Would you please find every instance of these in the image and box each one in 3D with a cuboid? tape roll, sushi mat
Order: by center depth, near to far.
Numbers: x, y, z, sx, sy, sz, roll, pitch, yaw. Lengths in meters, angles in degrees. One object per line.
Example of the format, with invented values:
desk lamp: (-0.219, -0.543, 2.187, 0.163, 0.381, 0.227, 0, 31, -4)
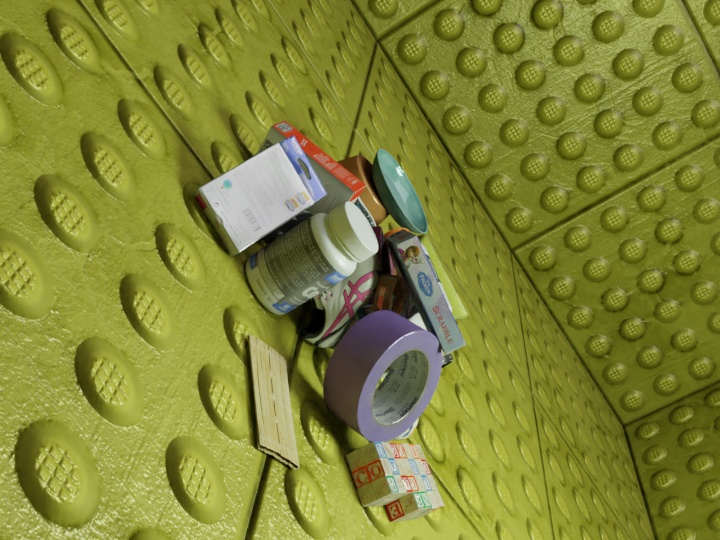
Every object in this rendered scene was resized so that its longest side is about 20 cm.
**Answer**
sushi mat: (-0.129, 0.189, 1.359, 0.096, 0.012, 0.201, 42, 25, -41)
tape roll: (0.038, 0.173, 1.521, 0.085, 0.201, 0.200, 29, -4, 38)

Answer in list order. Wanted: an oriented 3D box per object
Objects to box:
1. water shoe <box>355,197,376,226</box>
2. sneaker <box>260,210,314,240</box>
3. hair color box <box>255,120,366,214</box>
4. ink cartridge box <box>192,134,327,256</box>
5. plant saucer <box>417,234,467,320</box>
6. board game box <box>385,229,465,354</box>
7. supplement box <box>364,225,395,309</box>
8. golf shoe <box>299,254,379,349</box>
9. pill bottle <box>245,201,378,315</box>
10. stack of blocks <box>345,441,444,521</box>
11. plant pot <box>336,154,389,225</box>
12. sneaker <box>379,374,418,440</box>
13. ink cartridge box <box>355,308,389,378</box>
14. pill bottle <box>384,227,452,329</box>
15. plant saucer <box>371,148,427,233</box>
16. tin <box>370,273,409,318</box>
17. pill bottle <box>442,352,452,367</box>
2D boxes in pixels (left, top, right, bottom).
water shoe: (-0.022, -0.107, 1.822, 0.079, 0.071, 0.202, 176, -107, -77)
sneaker: (-0.167, -0.098, 1.617, 0.086, 0.081, 0.199, 34, 7, 38)
hair color box: (-0.099, -0.175, 1.725, 0.199, 0.102, 0.061, 39, 28, 5)
ink cartridge box: (-0.160, -0.124, 1.514, 0.199, 0.042, 0.120, -35, 97, -28)
plant saucer: (0.111, 0.041, 2.002, 0.048, 0.199, 0.201, -34, 99, -36)
board game box: (0.109, 0.031, 1.612, 0.200, 0.041, 0.202, -124, -170, -82)
supplement box: (0.000, 0.000, 1.714, 0.200, 0.109, 0.087, 68, 20, -66)
golf shoe: (-0.034, 0.040, 1.566, 0.091, 0.202, 0.073, 14, 13, -35)
pill bottle: (-0.077, -0.022, 1.510, 0.114, 0.199, 0.114, 50, 21, -27)
stack of blocks: (0.060, 0.353, 1.550, 0.200, 0.058, 0.116, 25, 40, -61)
plant pot: (-0.025, -0.146, 1.940, 0.201, 0.139, 0.201, 51, 21, -28)
sneaker: (0.080, 0.203, 1.683, 0.088, 0.075, 0.202, 34, 66, -47)
ink cartridge box: (0.027, 0.140, 1.763, 0.116, 0.067, 0.200, 66, 19, 14)
pill bottle: (0.100, 0.015, 1.850, 0.106, 0.106, 0.202, 29, 35, -58)
plant saucer: (0.076, -0.159, 1.949, 0.201, 0.036, 0.201, 53, 19, -27)
tin: (0.052, 0.075, 1.639, 0.200, 0.041, 0.113, 61, 36, -70)
pill bottle: (0.101, 0.121, 1.925, 0.202, 0.111, 0.112, 64, 18, 10)
